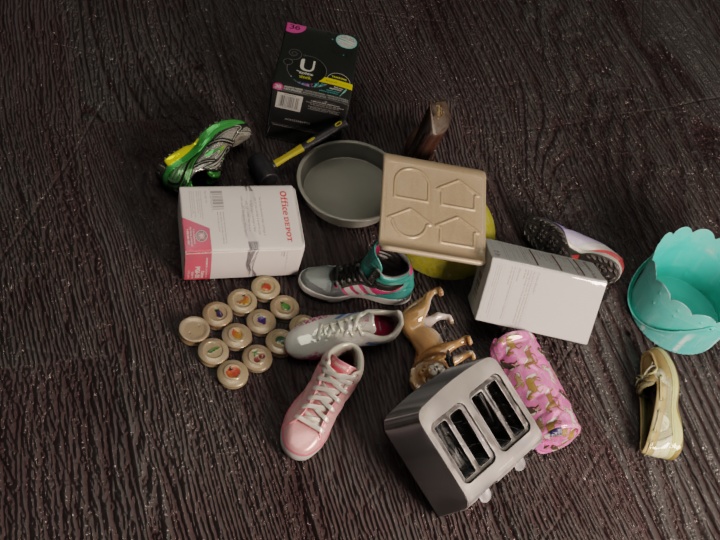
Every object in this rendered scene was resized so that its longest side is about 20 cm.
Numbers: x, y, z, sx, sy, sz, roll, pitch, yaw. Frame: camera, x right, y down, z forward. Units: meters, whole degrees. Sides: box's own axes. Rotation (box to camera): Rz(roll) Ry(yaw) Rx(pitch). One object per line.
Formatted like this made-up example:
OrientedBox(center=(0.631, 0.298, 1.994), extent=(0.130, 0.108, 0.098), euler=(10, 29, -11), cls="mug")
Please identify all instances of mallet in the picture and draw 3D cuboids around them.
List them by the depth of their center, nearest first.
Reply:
OrientedBox(center=(-0.117, -0.229, 1.814), extent=(0.200, 0.041, 0.066), euler=(-37, 59, -7), cls="mallet")

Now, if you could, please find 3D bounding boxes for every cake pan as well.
OrientedBox(center=(-0.019, -0.157, 1.819), extent=(0.200, 0.037, 0.201), euler=(4, 53, -6), cls="cake pan")

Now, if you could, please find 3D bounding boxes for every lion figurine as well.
OrientedBox(center=(0.111, 0.116, 1.638), extent=(0.122, 0.073, 0.200), euler=(-22, 45, -7), cls="lion figurine")

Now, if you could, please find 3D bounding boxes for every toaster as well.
OrientedBox(center=(0.150, 0.238, 1.477), extent=(0.181, 0.119, 0.200), euler=(-32, 91, -32), cls="toaster")

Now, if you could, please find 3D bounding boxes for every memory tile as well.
OrientedBox(center=(-0.181, 0.096, 1.609), extent=(0.200, 0.017, 0.153), euler=(-32, 66, -31), cls="memory tile")

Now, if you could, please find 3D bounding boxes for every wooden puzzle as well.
OrientedBox(center=(0.121, -0.099, 1.678), extent=(0.185, 0.046, 0.200), euler=(9, 59, -11), cls="wooden puzzle")

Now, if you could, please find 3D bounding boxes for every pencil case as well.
OrientedBox(center=(0.280, 0.193, 1.605), extent=(0.086, 0.083, 0.200), euler=(24, 37, -49), cls="pencil case")

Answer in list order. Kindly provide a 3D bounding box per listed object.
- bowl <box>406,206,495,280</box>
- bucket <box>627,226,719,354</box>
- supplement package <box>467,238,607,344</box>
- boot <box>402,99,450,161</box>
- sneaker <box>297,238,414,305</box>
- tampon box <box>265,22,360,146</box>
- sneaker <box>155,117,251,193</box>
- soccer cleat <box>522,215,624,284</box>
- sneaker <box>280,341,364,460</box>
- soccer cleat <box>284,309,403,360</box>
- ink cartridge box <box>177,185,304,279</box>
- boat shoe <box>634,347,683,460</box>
OrientedBox(center=(0.159, -0.093, 1.775), extent=(0.200, 0.108, 0.200), euler=(7, 53, -9), cls="bowl")
OrientedBox(center=(0.585, 0.041, 1.756), extent=(0.207, 0.135, 0.207), euler=(7, 51, -9), cls="bucket")
OrientedBox(center=(0.298, 0.034, 1.681), extent=(0.200, 0.117, 0.117), euler=(13, 17, -4), cls="supplement package")
OrientedBox(center=(0.127, -0.261, 1.834), extent=(0.064, 0.200, 0.187), euler=(13, 52, -3), cls="boot")
OrientedBox(center=(0.000, 0.000, 1.658), extent=(0.200, 0.121, 0.084), euler=(4, 53, -10), cls="sneaker")
OrientedBox(center=(-0.092, -0.356, 1.903), extent=(0.150, 0.126, 0.200), euler=(11, 51, -6), cls="tampon box")
OrientedBox(center=(-0.270, -0.200, 1.786), extent=(0.085, 0.078, 0.200), euler=(42, 64, 11), cls="sneaker")
OrientedBox(center=(0.394, -0.043, 1.830), extent=(0.200, 0.068, 0.073), euler=(29, 29, 14), cls="soccer cleat")
OrientedBox(center=(-0.056, 0.190, 1.513), extent=(0.075, 0.105, 0.200), euler=(29, 54, 7), cls="sneaker")
OrientedBox(center=(-0.023, 0.094, 1.593), extent=(0.200, 0.086, 0.070), euler=(-10, 75, -22), cls="soccer cleat")
OrientedBox(center=(-0.206, -0.066, 1.683), extent=(0.200, 0.083, 0.147), euler=(-2, 54, -14), cls="ink cartridge box")
OrientedBox(center=(0.486, 0.216, 1.643), extent=(0.063, 0.073, 0.201), euler=(10, 59, -11), cls="boat shoe")
